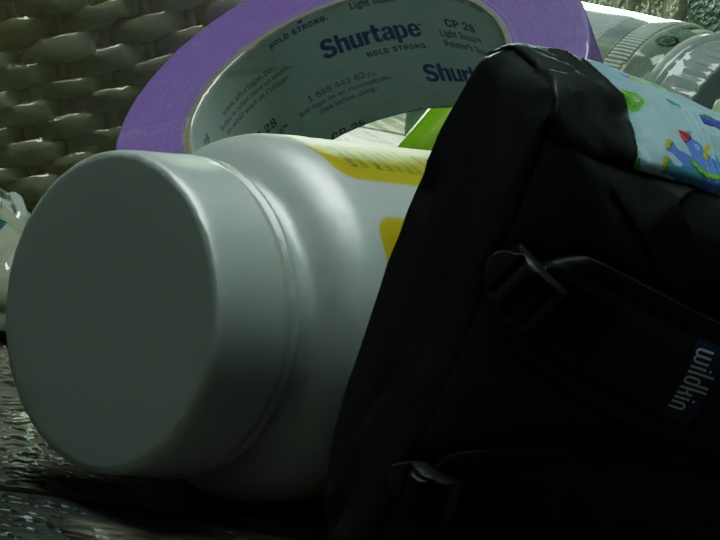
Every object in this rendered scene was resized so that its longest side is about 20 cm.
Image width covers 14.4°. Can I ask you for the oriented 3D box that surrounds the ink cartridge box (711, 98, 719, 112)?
[{"bbox_3d":[0.226,-0.019,1.351,0.117,0.067,0.200,2,40,-34],"label":"ink cartridge box"}]

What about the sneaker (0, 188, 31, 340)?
[{"bbox_3d":[-0.170,-0.029,1.092,0.199,0.094,0.070,8,7,-18],"label":"sneaker"}]

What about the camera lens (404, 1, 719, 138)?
[{"bbox_3d":[0.139,-0.076,1.683,0.200,0.160,0.160,16,8,39],"label":"camera lens"}]

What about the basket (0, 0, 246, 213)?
[{"bbox_3d":[-0.126,-0.118,1.313,0.200,0.199,0.161,-11,18,-19],"label":"basket"}]

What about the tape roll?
[{"bbox_3d":[0.004,-0.047,1.141,0.200,0.066,0.200,-15,37,11],"label":"tape roll"}]

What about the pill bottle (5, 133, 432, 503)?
[{"bbox_3d":[-0.005,0.016,0.894,0.200,0.115,0.114,4,9,-46],"label":"pill bottle"}]

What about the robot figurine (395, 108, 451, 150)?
[{"bbox_3d":[0.092,-0.009,1.240,0.175,0.116,0.200,32,14,17],"label":"robot figurine"}]

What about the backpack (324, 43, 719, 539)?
[{"bbox_3d":[0.102,0.027,0.802,0.200,0.163,0.154,15,21,-13],"label":"backpack"}]
